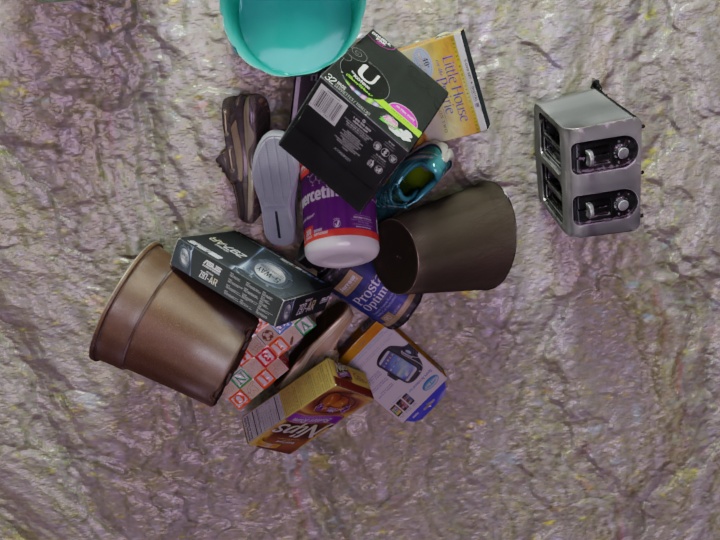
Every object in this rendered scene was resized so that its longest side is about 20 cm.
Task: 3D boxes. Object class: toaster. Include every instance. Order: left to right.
[{"bbox_3d":[0.350,-0.174,1.197,0.116,0.201,0.184,-10,119,-1],"label":"toaster"}]

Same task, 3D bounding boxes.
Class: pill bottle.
[{"bbox_3d":[-0.033,-0.113,1.138,0.110,0.113,0.205,-3,76,-6],"label":"pill bottle"},{"bbox_3d":[0.000,0.000,1.243,0.198,0.112,0.113,32,103,-17],"label":"pill bottle"}]

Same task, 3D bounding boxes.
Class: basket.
[{"bbox_3d":[0.126,-0.036,1.190,0.197,0.135,0.184,-13,120,-35],"label":"basket"}]

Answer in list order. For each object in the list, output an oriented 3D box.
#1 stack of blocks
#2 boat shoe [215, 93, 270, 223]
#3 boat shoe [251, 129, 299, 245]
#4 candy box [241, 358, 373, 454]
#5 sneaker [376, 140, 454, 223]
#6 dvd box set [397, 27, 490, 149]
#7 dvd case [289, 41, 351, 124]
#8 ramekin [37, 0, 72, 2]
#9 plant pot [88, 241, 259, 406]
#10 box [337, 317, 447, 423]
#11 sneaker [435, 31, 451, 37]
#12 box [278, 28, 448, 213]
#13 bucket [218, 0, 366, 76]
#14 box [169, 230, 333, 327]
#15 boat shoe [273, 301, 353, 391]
[{"bbox_3d":[-0.167,0.122,1.292,0.199,0.059,0.115,-40,110,7],"label":"stack of blocks"},{"bbox_3d":[-0.180,-0.174,1.187,0.072,0.075,0.204,11,114,15],"label":"boat shoe"},{"bbox_3d":[-0.126,-0.131,1.174,0.070,0.063,0.203,4,132,-1],"label":"boat shoe"},{"bbox_3d":[-0.089,0.233,1.297,0.199,0.057,0.116,-35,145,21],"label":"candy box"},{"bbox_3d":[0.054,-0.124,1.160,0.078,0.080,0.199,45,128,-14],"label":"sneaker"},{"bbox_3d":[0.079,-0.254,1.135,0.196,0.029,0.149,-10,114,25],"label":"dvd box set"},{"bbox_3d":[-0.035,-0.242,1.198,0.147,0.025,0.204,5,109,-10],"label":"dvd case"},{"bbox_3d":[-0.354,-0.419,1.003,0.196,0.201,0.099,-10,119,-4],"label":"ramekin"},{"bbox_3d":[-0.272,0.094,1.170,0.196,0.200,0.203,29,104,-2],"label":"plant pot"},{"bbox_3d":[0.059,0.177,1.355,0.119,0.042,0.200,-44,112,9],"label":"box"},{"bbox_3d":[0.117,-0.260,1.177,0.069,0.090,0.204,12,107,-12],"label":"sneaker"},{"bbox_3d":[0.009,-0.208,1.045,0.148,0.201,0.125,39,129,-4],"label":"box"},{"bbox_3d":[-0.093,-0.367,1.071,0.202,0.135,0.212,-1,99,-4],"label":"bucket"},{"bbox_3d":[-0.160,0.007,1.155,0.198,0.160,0.044,29,107,19],"label":"box"},{"bbox_3d":[-0.068,0.139,1.306,0.064,0.072,0.201,33,108,-17],"label":"boat shoe"}]
